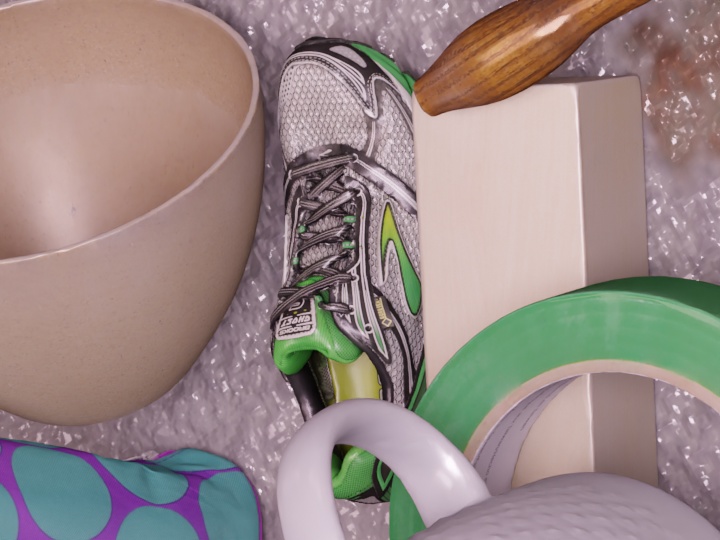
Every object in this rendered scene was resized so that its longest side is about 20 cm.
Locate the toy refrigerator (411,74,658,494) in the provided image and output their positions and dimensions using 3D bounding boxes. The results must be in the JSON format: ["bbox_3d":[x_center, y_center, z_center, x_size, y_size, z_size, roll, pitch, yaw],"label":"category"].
[{"bbox_3d":[0.073,0.023,1.128,0.075,0.070,0.202,0,97,30],"label":"toy refrigerator"}]

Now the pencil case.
[{"bbox_3d":[-0.143,0.111,1.220,0.085,0.199,0.093,-42,52,33],"label":"pencil case"}]

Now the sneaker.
[{"bbox_3d":[0.000,0.000,1.169,0.078,0.085,0.201,-13,88,38],"label":"sneaker"}]

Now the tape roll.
[{"bbox_3d":[0.108,0.104,1.052,0.199,0.048,0.202,4,99,29],"label":"tape roll"}]

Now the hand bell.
[{"bbox_3d":[0.102,-0.111,1.044,0.199,0.104,0.105,-27,80,27],"label":"hand bell"}]

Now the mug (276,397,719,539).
[{"bbox_3d":[0.037,0.135,0.967,0.147,0.175,0.201,-34,80,29],"label":"mug"}]

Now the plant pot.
[{"bbox_3d":[-0.129,-0.012,1.219,0.199,0.200,0.135,17,135,34],"label":"plant pot"}]
